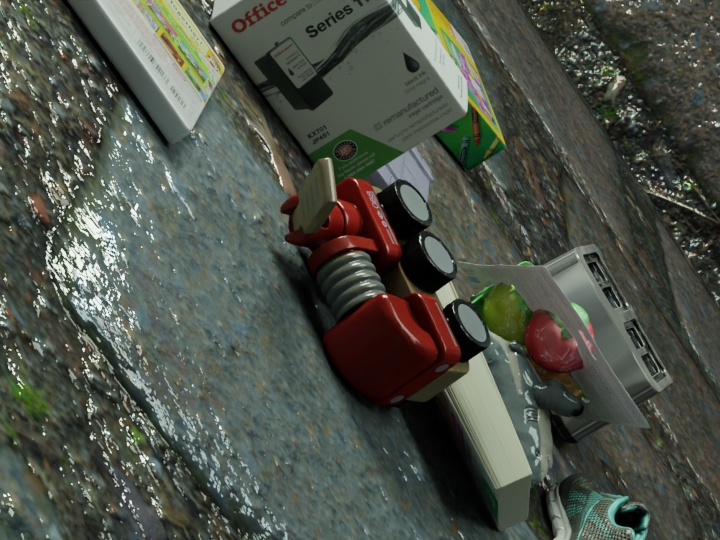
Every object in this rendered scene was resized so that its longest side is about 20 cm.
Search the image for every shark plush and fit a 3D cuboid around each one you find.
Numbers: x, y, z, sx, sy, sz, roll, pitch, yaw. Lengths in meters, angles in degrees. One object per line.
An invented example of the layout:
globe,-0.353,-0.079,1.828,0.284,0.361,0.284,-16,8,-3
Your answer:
shark plush,0.122,0.096,1.844,0.083,0.091,0.200,-36,102,-44

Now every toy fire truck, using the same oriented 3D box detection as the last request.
toy fire truck,0.000,0.000,1.548,0.200,0.129,0.176,12,48,-55

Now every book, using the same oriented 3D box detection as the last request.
book,0.087,0.105,1.682,0.134,0.048,0.200,81,-15,-67

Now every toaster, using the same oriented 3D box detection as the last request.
toaster,0.225,0.074,2.114,0.181,0.119,0.200,60,15,7

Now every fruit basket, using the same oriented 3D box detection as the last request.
fruit basket,0.182,0.064,1.907,0.185,0.094,0.200,55,-22,-12

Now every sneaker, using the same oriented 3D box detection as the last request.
sneaker,0.222,0.234,1.840,0.078,0.091,0.200,56,15,-15

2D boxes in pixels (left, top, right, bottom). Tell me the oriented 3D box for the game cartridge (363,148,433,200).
game cartridge,0.024,-0.111,1.989,0.130,0.038,0.200,59,14,-17

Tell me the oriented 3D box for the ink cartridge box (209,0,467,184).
ink cartridge box,-0.018,-0.193,1.787,0.200,0.146,0.083,53,17,-20

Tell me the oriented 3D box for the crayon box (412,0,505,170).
crayon box,0.099,-0.229,2.413,0.119,0.058,0.200,45,20,-42

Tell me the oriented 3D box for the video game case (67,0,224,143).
video game case,-0.178,-0.204,1.525,0.200,0.023,0.182,54,15,-14
